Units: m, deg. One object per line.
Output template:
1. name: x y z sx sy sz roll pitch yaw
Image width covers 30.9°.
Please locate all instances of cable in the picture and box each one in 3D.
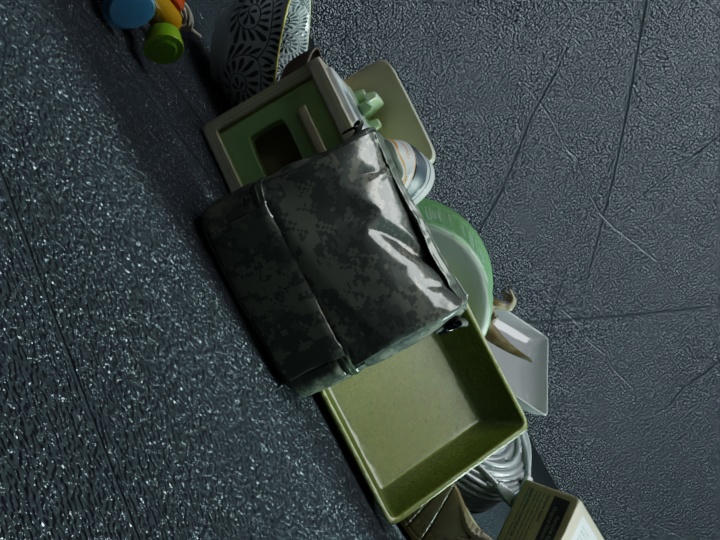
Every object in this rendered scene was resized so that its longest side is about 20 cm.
1. cable: 0.115 0.188 1.532 0.199 0.069 0.200 37 30 -9

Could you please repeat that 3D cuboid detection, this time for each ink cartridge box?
1. ink cartridge box: 0.209 0.356 1.466 0.075 0.166 0.200 15 -24 33

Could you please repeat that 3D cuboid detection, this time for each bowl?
1. bowl: -0.123 -0.261 1.546 0.201 0.093 0.203 10 90 -85

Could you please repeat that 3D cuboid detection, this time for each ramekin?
1. ramekin: 0.049 0.026 1.389 0.201 0.199 0.098 61 4 -10

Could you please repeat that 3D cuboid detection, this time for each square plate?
1. square plate: 0.145 0.085 1.608 0.197 0.029 0.200 32 26 -7

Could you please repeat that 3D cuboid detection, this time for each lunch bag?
1. lunch bag: -0.015 -0.009 1.139 0.201 0.167 0.139 63 18 -1

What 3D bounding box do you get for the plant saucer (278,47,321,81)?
1. plant saucer: -0.079 -0.161 1.516 0.200 0.034 0.203 10 90 -86

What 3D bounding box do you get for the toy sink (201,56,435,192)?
1. toy sink: -0.041 -0.132 1.343 0.131 0.199 0.112 64 9 13

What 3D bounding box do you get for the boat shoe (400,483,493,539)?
1. boat shoe: 0.082 0.263 1.341 0.201 0.073 0.065 53 -16 -13

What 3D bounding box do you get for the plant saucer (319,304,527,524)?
1. plant saucer: 0.044 0.116 1.286 0.048 0.199 0.201 -25 -87 58

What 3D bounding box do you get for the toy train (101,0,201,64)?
1. toy train: -0.186 -0.242 1.232 0.200 0.084 0.117 53 22 -55

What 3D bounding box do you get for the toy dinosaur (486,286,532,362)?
1. toy dinosaur: 0.142 0.057 1.578 0.199 0.059 0.101 37 40 22

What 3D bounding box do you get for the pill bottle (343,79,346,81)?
1. pill bottle: -0.006 -0.167 1.523 0.112 0.110 0.200 61 12 -7

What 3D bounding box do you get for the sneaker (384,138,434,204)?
1. sneaker: -0.022 -0.051 1.253 0.079 0.200 0.079 48 8 32
